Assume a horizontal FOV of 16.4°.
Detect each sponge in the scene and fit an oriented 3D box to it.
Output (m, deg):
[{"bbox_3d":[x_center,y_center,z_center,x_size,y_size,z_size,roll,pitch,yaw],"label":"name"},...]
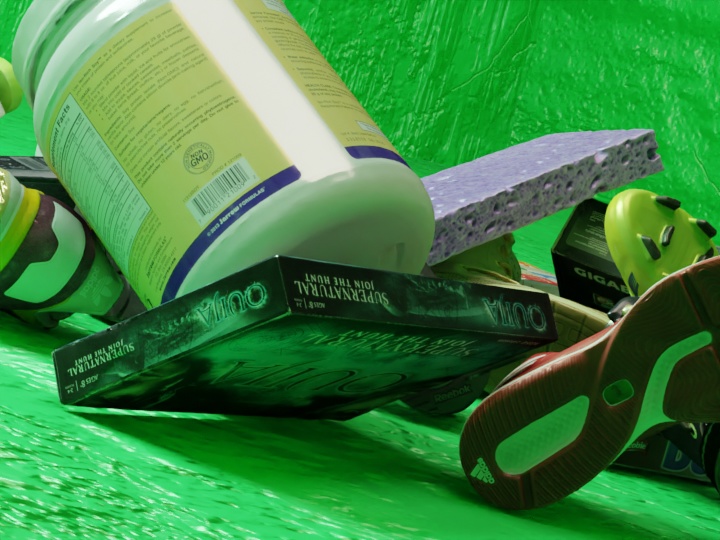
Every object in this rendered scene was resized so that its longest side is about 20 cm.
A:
[{"bbox_3d":[0.076,-0.045,1.512,0.200,0.030,0.112,-22,14,-35],"label":"sponge"}]

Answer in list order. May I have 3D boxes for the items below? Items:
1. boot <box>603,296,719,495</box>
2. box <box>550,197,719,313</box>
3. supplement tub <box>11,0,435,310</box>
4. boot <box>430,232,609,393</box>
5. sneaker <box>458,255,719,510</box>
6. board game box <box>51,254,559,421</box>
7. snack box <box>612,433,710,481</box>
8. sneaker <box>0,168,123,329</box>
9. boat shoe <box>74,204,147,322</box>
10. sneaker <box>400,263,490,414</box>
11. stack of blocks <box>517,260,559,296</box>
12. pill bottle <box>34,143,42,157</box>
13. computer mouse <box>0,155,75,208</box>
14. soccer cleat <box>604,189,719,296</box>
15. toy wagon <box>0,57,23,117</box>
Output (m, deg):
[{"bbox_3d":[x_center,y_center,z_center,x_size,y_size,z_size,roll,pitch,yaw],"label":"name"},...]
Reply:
[{"bbox_3d":[0.173,0.069,1.256,0.154,0.074,0.204,33,7,28],"label":"boot"},{"bbox_3d":[0.223,0.039,1.550,0.200,0.046,0.159,22,-20,19],"label":"box"},{"bbox_3d":[-0.071,-0.058,1.226,0.145,0.145,0.200,7,40,-53],"label":"supplement tub"},{"bbox_3d":[0.088,0.022,1.507,0.200,0.073,0.155,10,18,14],"label":"boot"},{"bbox_3d":[0.135,0.037,1.152,0.200,0.078,0.116,-22,8,3],"label":"sneaker"},{"bbox_3d":[-0.021,0.035,1.120,0.135,0.028,0.200,-23,-19,35],"label":"board game box"},{"bbox_3d":[0.187,0.099,1.381,0.200,0.024,0.072,12,8,-29],"label":"snack box"},{"bbox_3d":[-0.185,-0.008,1.299,0.090,0.075,0.200,36,-5,-19],"label":"sneaker"},{"bbox_3d":[-0.096,0.006,1.366,0.074,0.076,0.200,17,11,-37],"label":"boat shoe"},{"bbox_3d":[0.000,0.000,1.355,0.200,0.076,0.091,58,-1,14],"label":"sneaker"},{"bbox_3d":[0.042,0.013,1.671,0.200,0.059,0.115,12,6,-24],"label":"stack of blocks"},{"bbox_3d":[-0.119,-0.061,1.715,0.112,0.112,0.200,20,7,40],"label":"pill bottle"},{"bbox_3d":[-0.246,-0.045,1.573,0.200,0.053,0.138,2,8,-17],"label":"computer mouse"},{"bbox_3d":[0.184,0.029,1.411,0.084,0.065,0.200,-11,-42,39],"label":"soccer cleat"},{"bbox_3d":[-0.280,-0.060,1.353,0.200,0.040,0.155,-17,10,43],"label":"toy wagon"}]
